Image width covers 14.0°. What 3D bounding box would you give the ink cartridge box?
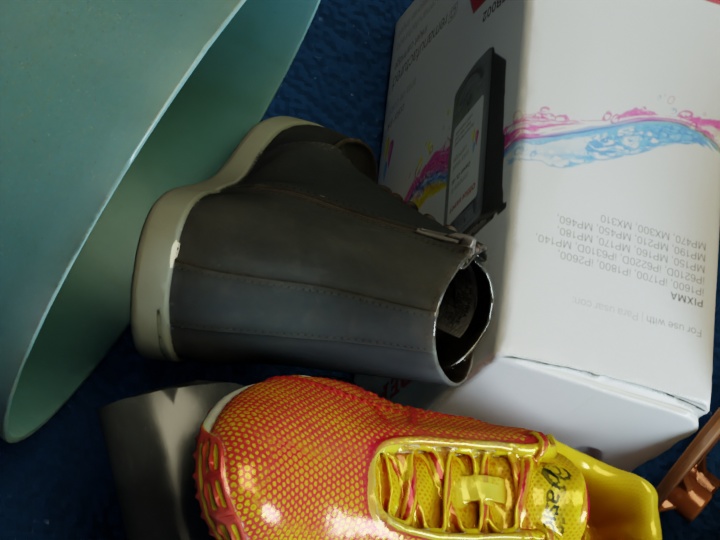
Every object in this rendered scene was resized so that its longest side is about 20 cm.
[{"bbox_3d":[0.065,-0.026,1.058,0.085,0.148,0.201,16,63,-17],"label":"ink cartridge box"}]

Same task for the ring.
[{"bbox_3d":[0.164,0.023,1.055,0.019,0.201,0.200,40,57,8],"label":"ring"}]

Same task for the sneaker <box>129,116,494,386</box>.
[{"bbox_3d":[0.000,0.000,0.999,0.106,0.200,0.075,10,106,12],"label":"sneaker"}]

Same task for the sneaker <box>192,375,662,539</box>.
[{"bbox_3d":[0.024,0.067,0.921,0.200,0.077,0.073,11,70,-50],"label":"sneaker"}]

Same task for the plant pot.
[{"bbox_3d":[-0.126,-0.071,0.962,0.161,0.201,0.201,33,58,4],"label":"plant pot"}]

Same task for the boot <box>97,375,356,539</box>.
[{"bbox_3d":[-0.051,0.133,0.907,0.165,0.066,0.201,4,78,-53],"label":"boot"}]
